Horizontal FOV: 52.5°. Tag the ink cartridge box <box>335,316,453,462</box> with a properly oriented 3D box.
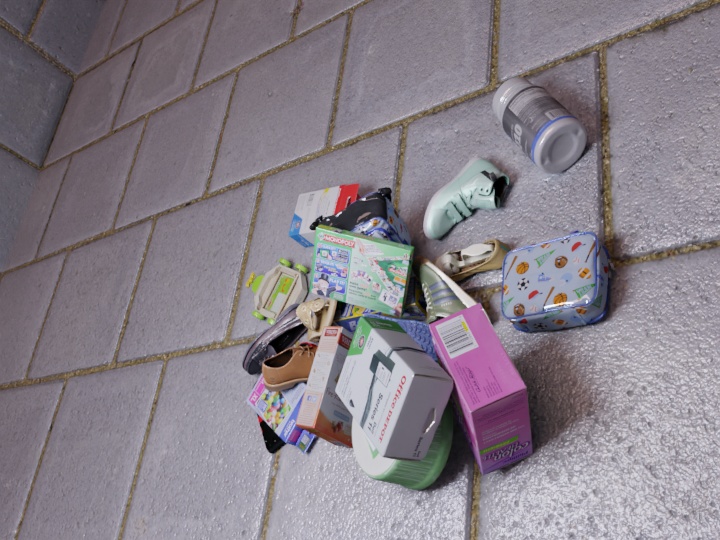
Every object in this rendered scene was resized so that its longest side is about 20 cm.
[{"bbox_3d":[0.049,0.187,1.179,0.200,0.081,0.150,41,115,57],"label":"ink cartridge box"}]

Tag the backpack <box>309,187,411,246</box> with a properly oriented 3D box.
[{"bbox_3d":[0.023,-0.048,1.519,0.196,0.190,0.158,-21,57,25],"label":"backpack"}]

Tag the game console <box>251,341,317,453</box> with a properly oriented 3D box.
[{"bbox_3d":[-0.151,0.273,1.597,0.199,0.031,0.179,-40,50,17],"label":"game console"}]

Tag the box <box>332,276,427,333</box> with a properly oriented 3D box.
[{"bbox_3d":[0.039,0.075,1.496,0.195,0.070,0.066,-13,54,27],"label":"box"}]

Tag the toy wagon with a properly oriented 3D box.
[{"bbox_3d":[-0.207,0.049,1.775,0.197,0.039,0.158,18,77,47],"label":"toy wagon"}]

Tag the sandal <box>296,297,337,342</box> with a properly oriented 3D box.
[{"bbox_3d":[-0.106,0.100,1.546,0.212,0.068,0.080,124,156,-63],"label":"sandal"}]

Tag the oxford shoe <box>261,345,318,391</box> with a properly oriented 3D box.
[{"bbox_3d":[-0.112,0.186,1.527,0.195,0.073,0.071,-20,35,-16],"label":"oxford shoe"}]

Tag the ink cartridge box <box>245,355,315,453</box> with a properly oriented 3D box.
[{"bbox_3d":[-0.155,0.281,1.551,0.198,0.042,0.121,33,91,41],"label":"ink cartridge box"}]

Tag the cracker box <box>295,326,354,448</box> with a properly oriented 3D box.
[{"bbox_3d":[-0.042,0.230,1.443,0.057,0.133,0.205,-2,64,39],"label":"cracker box"}]

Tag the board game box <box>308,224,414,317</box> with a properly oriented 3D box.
[{"bbox_3d":[0.000,0.000,1.418,0.194,0.029,0.139,14,110,15],"label":"board game box"}]

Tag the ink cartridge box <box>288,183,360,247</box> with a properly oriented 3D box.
[{"bbox_3d":[-0.071,-0.131,1.743,0.196,0.067,0.119,-6,62,40],"label":"ink cartridge box"}]

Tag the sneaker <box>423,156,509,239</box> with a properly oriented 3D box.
[{"bbox_3d":[0.215,-0.134,1.478,0.202,0.073,0.118,-51,36,1],"label":"sneaker"}]

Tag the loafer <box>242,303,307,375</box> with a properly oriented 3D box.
[{"bbox_3d":[-0.192,0.166,1.669,0.201,0.072,0.063,-48,47,3],"label":"loafer"}]

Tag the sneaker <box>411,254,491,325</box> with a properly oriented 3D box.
[{"bbox_3d":[0.149,0.061,1.389,0.090,0.067,0.200,-44,61,-5],"label":"sneaker"}]

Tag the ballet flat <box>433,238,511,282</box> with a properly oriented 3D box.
[{"bbox_3d":[0.200,-0.022,1.434,0.196,0.063,0.070,-20,54,33],"label":"ballet flat"}]

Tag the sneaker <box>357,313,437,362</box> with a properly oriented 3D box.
[{"bbox_3d":[0.089,0.138,1.439,0.195,0.078,0.072,18,72,24],"label":"sneaker"}]

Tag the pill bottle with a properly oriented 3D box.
[{"bbox_3d":[0.345,-0.291,1.434,0.113,0.113,0.202,-41,44,13],"label":"pill bottle"}]

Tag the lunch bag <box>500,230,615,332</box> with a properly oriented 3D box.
[{"bbox_3d":[0.342,0.017,1.275,0.196,0.075,0.164,-13,54,37],"label":"lunch bag"}]

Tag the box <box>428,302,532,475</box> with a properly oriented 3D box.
[{"bbox_3d":[0.197,0.194,1.189,0.094,0.203,0.178,-21,47,-2],"label":"box"}]

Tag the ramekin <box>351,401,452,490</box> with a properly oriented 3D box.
[{"bbox_3d":[0.066,0.278,1.294,0.199,0.096,0.206,-31,53,51],"label":"ramekin"}]
